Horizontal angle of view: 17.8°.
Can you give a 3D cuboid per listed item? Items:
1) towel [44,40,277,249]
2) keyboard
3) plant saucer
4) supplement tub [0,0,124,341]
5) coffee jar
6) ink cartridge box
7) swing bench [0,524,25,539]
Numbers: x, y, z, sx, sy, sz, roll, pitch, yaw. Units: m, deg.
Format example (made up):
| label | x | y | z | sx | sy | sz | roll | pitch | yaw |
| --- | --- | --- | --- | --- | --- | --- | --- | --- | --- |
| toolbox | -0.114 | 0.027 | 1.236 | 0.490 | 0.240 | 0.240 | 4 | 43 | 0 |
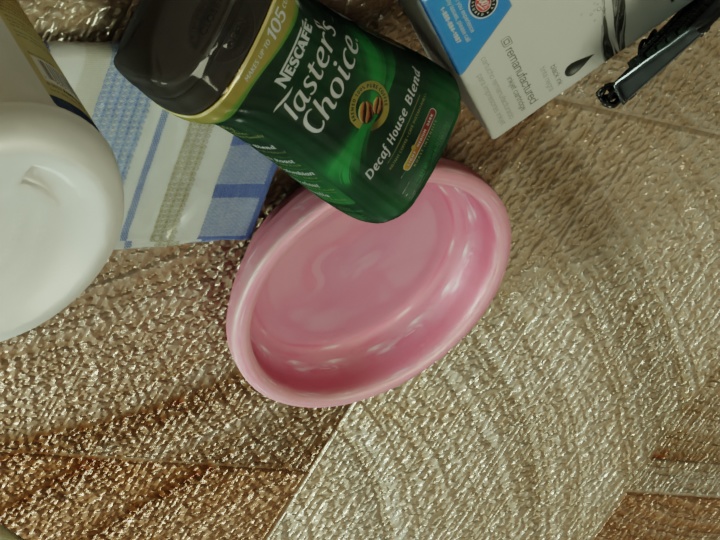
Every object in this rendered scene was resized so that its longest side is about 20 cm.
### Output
| label | x | y | z | sx | sy | sz | roll | pitch | yaw |
| --- | --- | --- | --- | --- | --- | --- | --- | --- | --- |
| towel | -0.131 | -0.072 | 1.340 | 0.200 | 0.024 | 0.147 | -4 | 129 | -36 |
| keyboard | 0.196 | -0.148 | 1.414 | 0.127 | 0.021 | 0.200 | -43 | 180 | 34 |
| plant saucer | 0.000 | 0.000 | 1.484 | 0.200 | 0.051 | 0.201 | -20 | 139 | -18 |
| supplement tub | -0.216 | -0.073 | 1.135 | 0.144 | 0.200 | 0.145 | -19 | 138 | -18 |
| coffee jar | -0.041 | -0.109 | 1.295 | 0.200 | 0.085 | 0.105 | 28 | 88 | -41 |
| ink cartridge box | 0.119 | -0.195 | 1.345 | 0.200 | 0.084 | 0.146 | -35 | 141 | -1 |
| swing bench | -0.274 | 0.079 | 1.249 | 0.130 | 0.199 | 0.200 | -27 | 140 | -10 |
